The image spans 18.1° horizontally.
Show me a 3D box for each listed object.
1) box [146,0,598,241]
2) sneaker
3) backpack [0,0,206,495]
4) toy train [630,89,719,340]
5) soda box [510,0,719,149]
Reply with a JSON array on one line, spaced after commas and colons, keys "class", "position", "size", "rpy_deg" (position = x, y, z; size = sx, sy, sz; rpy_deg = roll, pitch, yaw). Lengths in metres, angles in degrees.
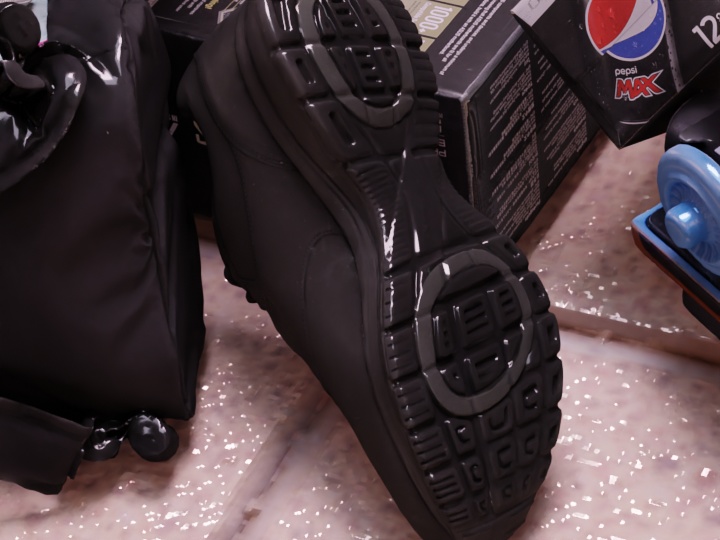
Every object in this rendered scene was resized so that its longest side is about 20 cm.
[{"class": "box", "position": [0.016, -0.102, 0.873], "size": [0.163, 0.086, 0.200], "rpy_deg": [14, 44, 25]}, {"class": "sneaker", "position": [0.000, 0.000, 0.742], "size": [0.076, 0.091, 0.201], "rpy_deg": [-11, 77, -41]}, {"class": "backpack", "position": [-0.159, -0.015, 0.773], "size": [0.199, 0.168, 0.127], "rpy_deg": [-5, 20, 7]}, {"class": "toy train", "position": [0.163, 0.021, 0.698], "size": [0.086, 0.115, 0.200], "rpy_deg": [-29, 45, -16]}, {"class": "soda box", "position": [0.141, -0.103, 0.811], "size": [0.063, 0.071, 0.200], "rpy_deg": [52, 35, 12]}]
